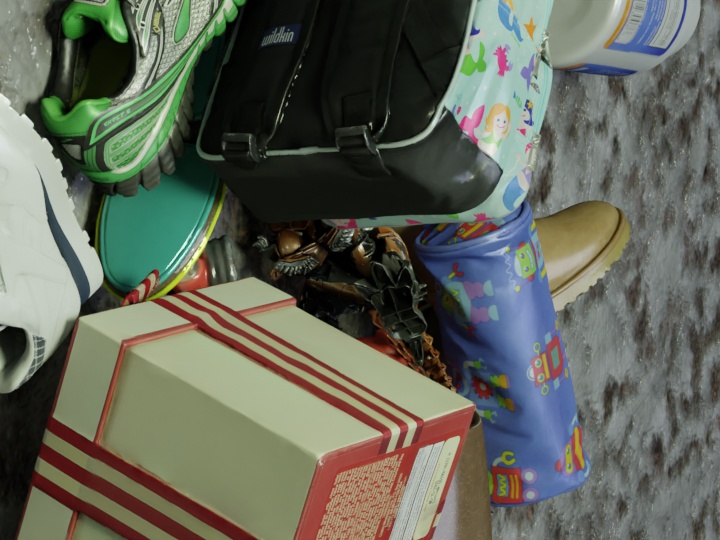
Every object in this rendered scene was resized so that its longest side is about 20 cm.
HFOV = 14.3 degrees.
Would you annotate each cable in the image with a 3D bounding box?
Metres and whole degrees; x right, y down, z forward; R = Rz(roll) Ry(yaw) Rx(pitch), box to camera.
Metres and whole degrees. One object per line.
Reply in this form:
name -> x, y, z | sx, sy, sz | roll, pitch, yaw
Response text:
cable -> -0.086, 0.053, 1.715 | 0.200, 0.050, 0.097 | 75, 14, -57

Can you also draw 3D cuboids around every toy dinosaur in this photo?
toy dinosaur -> 0.000, 0.000, 1.744 | 0.102, 0.200, 0.136 | -51, -162, 25

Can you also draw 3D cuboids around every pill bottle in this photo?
pill bottle -> 0.174, -0.198, 2.081 | 0.200, 0.112, 0.112 | -2, 97, -64

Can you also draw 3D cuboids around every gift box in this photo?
gift box -> -0.068, 0.117, 1.546 | 0.200, 0.186, 0.185 | -7, 121, -60

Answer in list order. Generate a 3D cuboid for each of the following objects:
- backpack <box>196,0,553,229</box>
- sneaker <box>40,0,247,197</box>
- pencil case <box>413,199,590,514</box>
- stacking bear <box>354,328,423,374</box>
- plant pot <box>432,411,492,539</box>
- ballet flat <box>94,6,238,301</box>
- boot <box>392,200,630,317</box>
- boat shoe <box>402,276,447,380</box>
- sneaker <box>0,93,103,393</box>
backpack -> 0.018, -0.123, 1.577 | 0.151, 0.177, 0.201 | 39, 56, -49
sneaker -> -0.114, -0.145, 1.552 | 0.085, 0.078, 0.201 | 43, 58, -57
pencil case -> 0.087, 0.052, 1.814 | 0.078, 0.087, 0.200 | -34, 119, -42
stacking bear -> 0.007, 0.140, 1.828 | 0.121, 0.113, 0.201 | -26, 113, -60
plant pot -> 0.002, 0.169, 1.682 | 0.187, 0.187, 0.201 | -14, 120, -62
ballet flat -> -0.101, -0.071, 1.617 | 0.067, 0.067, 0.201 | 80, 21, -74
boot -> 0.078, -0.060, 1.870 | 0.175, 0.066, 0.200 | -43, 113, -33
boat shoe -> 0.058, 0.013, 1.937 | 0.060, 0.072, 0.202 | 57, 39, -55
sneaker -> -0.192, -0.022, 1.434 | 0.081, 0.076, 0.200 | -58, 143, -26
